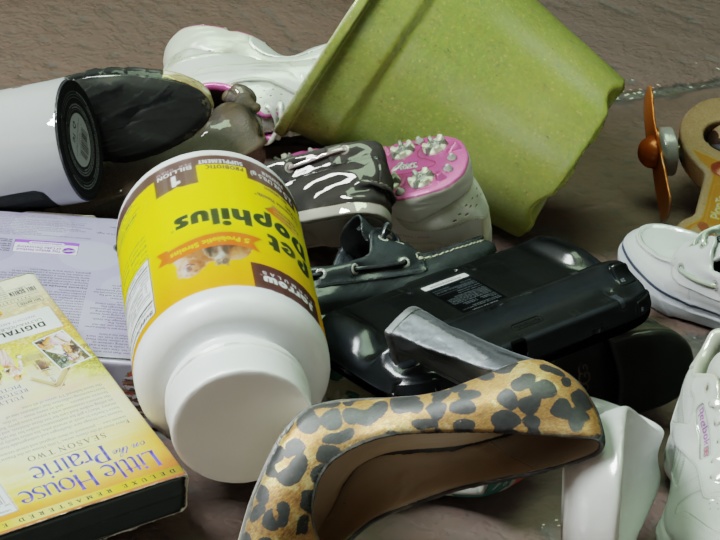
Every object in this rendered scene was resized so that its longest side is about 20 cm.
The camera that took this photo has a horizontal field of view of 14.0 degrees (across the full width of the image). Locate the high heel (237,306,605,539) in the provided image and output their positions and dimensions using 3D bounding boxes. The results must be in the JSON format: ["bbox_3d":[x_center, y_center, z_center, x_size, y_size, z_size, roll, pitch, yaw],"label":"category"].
[{"bbox_3d":[0.028,0.116,1.524,0.142,0.072,0.200,25,67,33],"label":"high heel"}]

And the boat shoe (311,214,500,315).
[{"bbox_3d":[-0.001,0.001,1.812,0.199,0.066,0.074,-20,-2,-24],"label":"boat shoe"}]

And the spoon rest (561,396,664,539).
[{"bbox_3d":[0.139,0.111,1.607,0.060,0.100,0.200,2,13,1],"label":"spoon rest"}]

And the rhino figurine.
[{"bbox_3d":[-0.153,-0.065,1.959,0.199,0.060,0.087,-19,22,-6],"label":"rhino figurine"}]

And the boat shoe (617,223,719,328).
[{"bbox_3d":[0.243,0.001,1.882,0.073,0.067,0.200,-25,36,-32],"label":"boat shoe"}]

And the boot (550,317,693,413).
[{"bbox_3d":[0.098,0.041,1.799,0.199,0.070,0.174,-1,18,-15],"label":"boot"}]

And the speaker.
[{"bbox_3d":[-0.271,-0.068,1.873,0.199,0.082,0.081,-9,20,15],"label":"speaker"}]

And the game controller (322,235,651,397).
[{"bbox_3d":[0.070,0.028,1.681,0.199,0.042,0.104,-19,25,-35],"label":"game controller"}]

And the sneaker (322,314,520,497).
[{"bbox_3d":[0.007,0.081,1.664,0.199,0.071,0.093,16,20,19],"label":"sneaker"}]

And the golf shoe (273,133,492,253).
[{"bbox_3d":[-0.001,-0.033,1.937,0.199,0.092,0.075,-2,44,39],"label":"golf shoe"}]

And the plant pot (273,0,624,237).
[{"bbox_3d":[0.071,-0.126,1.989,0.184,0.201,0.200,34,26,0],"label":"plant pot"}]

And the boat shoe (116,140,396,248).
[{"bbox_3d":[-0.071,-0.041,1.878,0.199,0.067,0.057,-8,64,18],"label":"boat shoe"}]

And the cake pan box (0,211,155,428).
[{"bbox_3d":[-0.196,0.025,1.772,0.199,0.053,0.184,4,25,-2],"label":"cake pan box"}]

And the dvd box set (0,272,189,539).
[{"bbox_3d":[-0.203,0.084,1.607,0.146,0.030,0.200,-18,42,-26],"label":"dvd box set"}]

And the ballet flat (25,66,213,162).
[{"bbox_3d":[-0.191,-0.103,1.918,0.199,0.067,0.057,-7,23,15],"label":"ballet flat"}]

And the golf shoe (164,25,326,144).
[{"bbox_3d":[-0.051,-0.119,2.112,0.199,0.076,0.092,6,41,9],"label":"golf shoe"}]

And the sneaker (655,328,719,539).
[{"bbox_3d":[0.202,0.102,1.619,0.074,0.100,0.200,5,25,-4],"label":"sneaker"}]

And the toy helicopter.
[{"bbox_3d":[0.247,-0.064,2.041,0.132,0.079,0.200,16,38,9],"label":"toy helicopter"}]

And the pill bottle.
[{"bbox_3d":[-0.077,0.027,1.634,0.109,0.110,0.200,0,35,-10],"label":"pill bottle"}]
